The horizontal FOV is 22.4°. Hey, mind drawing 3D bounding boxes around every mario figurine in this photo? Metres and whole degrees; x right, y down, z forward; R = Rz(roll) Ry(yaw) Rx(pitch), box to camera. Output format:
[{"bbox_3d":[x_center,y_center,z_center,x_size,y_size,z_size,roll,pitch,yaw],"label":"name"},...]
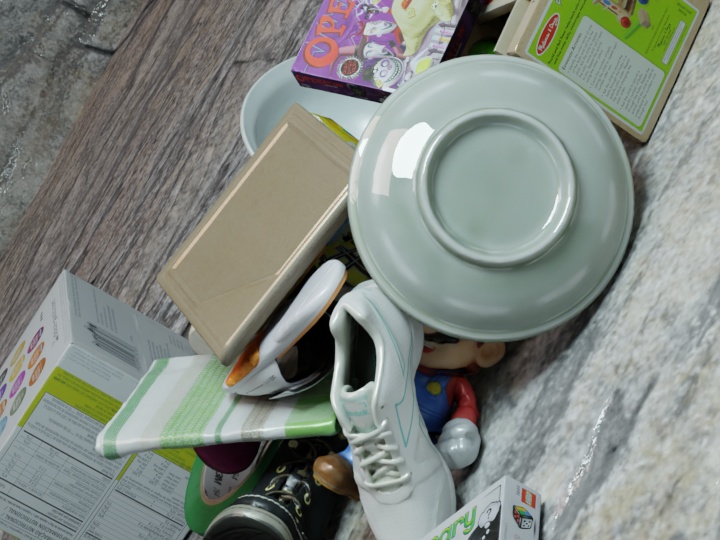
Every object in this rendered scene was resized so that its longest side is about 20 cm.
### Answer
[{"bbox_3d":[0.036,0.076,1.310,0.201,0.123,0.106,-64,7,-3],"label":"mario figurine"}]

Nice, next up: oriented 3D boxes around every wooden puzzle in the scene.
[{"bbox_3d":[-0.071,-0.029,1.411,0.185,0.037,0.200,-51,28,3],"label":"wooden puzzle"}]

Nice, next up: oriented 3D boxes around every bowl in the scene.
[{"bbox_3d":[-0.010,-0.102,1.633,0.091,0.200,0.202,96,-175,-47],"label":"bowl"}]

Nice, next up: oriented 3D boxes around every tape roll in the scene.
[{"bbox_3d":[-0.080,0.148,1.585,0.201,0.048,0.201,-48,22,27],"label":"tape roll"}]

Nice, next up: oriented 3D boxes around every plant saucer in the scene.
[{"bbox_3d":[0.090,-0.053,1.233,0.201,0.199,0.050,-61,-3,-7],"label":"plant saucer"}]

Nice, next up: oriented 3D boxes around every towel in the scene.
[{"bbox_3d":[-0.094,0.105,1.440,0.199,0.031,0.149,-6,23,18],"label":"towel"}]

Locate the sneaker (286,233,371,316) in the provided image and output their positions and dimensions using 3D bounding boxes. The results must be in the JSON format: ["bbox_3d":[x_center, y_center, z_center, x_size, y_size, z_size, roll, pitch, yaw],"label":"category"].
[{"bbox_3d":[0.000,0.000,1.435,0.075,0.199,0.077,39,-128,-71],"label":"sneaker"}]

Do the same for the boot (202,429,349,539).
[{"bbox_3d":[-0.057,0.169,1.380,0.204,0.073,0.154,95,-162,-62],"label":"boot"}]

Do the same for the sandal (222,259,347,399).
[{"bbox_3d":[-0.044,0.058,1.361,0.079,0.059,0.207,-56,7,-28],"label":"sandal"}]

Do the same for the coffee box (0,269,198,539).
[{"bbox_3d":[-0.251,0.158,1.760,0.198,0.199,0.200,-55,19,11],"label":"coffee box"}]

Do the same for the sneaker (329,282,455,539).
[{"bbox_3d":[0.012,0.109,1.244,0.070,0.201,0.080,-13,-3,23],"label":"sneaker"}]

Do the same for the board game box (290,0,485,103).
[{"bbox_3d":[0.039,-0.219,1.390,0.120,0.032,0.201,13,69,31],"label":"board game box"}]

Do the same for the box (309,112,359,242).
[{"bbox_3d":[0.006,-0.025,1.489,0.118,0.200,0.048,-54,-22,13],"label":"box"}]

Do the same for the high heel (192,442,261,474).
[{"bbox_3d":[-0.096,0.088,1.532,0.096,0.067,0.200,-61,13,26],"label":"high heel"}]

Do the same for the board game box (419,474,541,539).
[{"bbox_3d":[0.041,0.234,1.180,0.200,0.035,0.127,-43,24,37],"label":"board game box"}]

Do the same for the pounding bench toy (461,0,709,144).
[{"bbox_3d":[0.136,-0.140,1.366,0.201,0.124,0.156,-64,20,-14],"label":"pounding bench toy"}]

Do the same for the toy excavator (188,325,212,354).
[{"bbox_3d":[-0.086,0.015,1.736,0.193,0.201,0.100,0,45,14],"label":"toy excavator"}]
